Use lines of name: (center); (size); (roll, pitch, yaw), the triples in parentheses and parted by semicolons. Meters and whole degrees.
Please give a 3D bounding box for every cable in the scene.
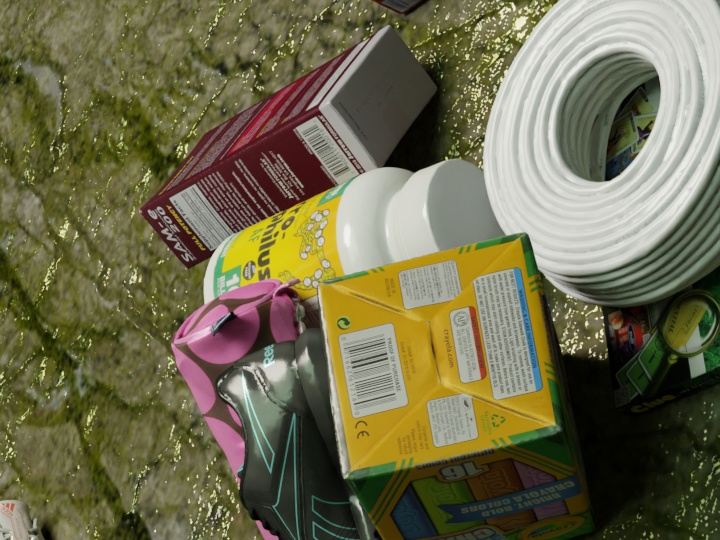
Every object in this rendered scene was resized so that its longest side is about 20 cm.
cable: (0.156, -0.078, 1.128); (0.200, 0.069, 0.201); (-45, 45, 26)

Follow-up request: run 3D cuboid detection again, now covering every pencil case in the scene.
pencil case: (-0.039, 0.106, 1.228); (0.093, 0.201, 0.091); (-24, 11, 14)

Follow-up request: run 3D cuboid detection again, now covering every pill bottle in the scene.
pill bottle: (0.000, 0.000, 1.272); (0.199, 0.112, 0.114); (-22, 58, 42)

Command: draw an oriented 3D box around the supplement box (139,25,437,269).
supplement box: (-0.051, -0.083, 1.369); (0.199, 0.061, 0.109); (-25, 21, 40)

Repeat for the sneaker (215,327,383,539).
sneaker: (-0.026, 0.137, 1.162); (0.079, 0.075, 0.202); (-16, 91, 6)

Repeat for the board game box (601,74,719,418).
board game box: (0.181, -0.025, 1.150); (0.104, 0.023, 0.201); (-27, 55, 36)

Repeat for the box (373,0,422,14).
box: (0.057, -0.275, 1.334); (0.199, 0.099, 0.096); (-32, 52, 37)

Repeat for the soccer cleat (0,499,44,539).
soccer cleat: (-0.267, 0.224, 1.516); (0.199, 0.068, 0.086); (19, 93, 55)

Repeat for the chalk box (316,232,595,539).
chalk box: (0.062, 0.089, 1.132); (0.123, 0.200, 0.126); (-13, 61, 8)
